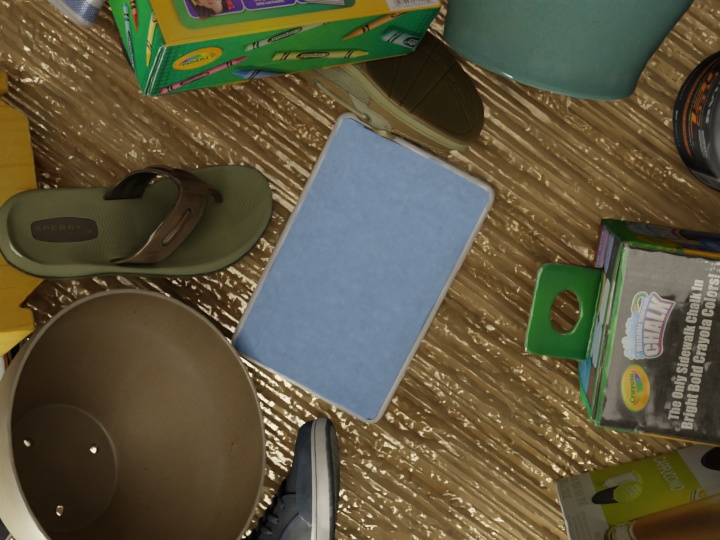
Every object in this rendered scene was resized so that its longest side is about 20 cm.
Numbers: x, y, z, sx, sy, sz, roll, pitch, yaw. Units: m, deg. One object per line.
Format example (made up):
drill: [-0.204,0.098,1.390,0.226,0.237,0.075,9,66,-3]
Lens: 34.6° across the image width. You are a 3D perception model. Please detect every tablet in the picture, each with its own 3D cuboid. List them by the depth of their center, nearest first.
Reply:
tablet: [0.000,0.000,0.854,0.129,0.014,0.202,27,101,1]

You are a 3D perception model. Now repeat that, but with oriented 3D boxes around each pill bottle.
pill bottle: [0.262,-0.091,0.719,0.105,0.200,0.108,1,99,5]

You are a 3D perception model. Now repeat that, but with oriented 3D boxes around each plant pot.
plant pot: [0.137,-0.217,0.725,0.197,0.200,0.190,18,115,3]
plant pot: [-0.184,0.128,0.820,0.134,0.200,0.202,-23,97,45]

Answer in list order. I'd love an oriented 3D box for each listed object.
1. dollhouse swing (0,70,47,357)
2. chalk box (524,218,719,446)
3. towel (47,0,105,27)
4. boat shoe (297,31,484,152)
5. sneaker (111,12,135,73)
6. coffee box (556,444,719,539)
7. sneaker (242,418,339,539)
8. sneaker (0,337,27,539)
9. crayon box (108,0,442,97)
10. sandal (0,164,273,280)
dollhouse swing: [-0.334,-0.011,0.837,0.179,0.176,0.202,-4,66,-24]
chalk box: [0.213,0.038,0.784,0.197,0.124,0.127,10,100,5]
towel: [-0.180,-0.279,0.783,0.147,0.024,0.201,41,107,35]
boat shoe: [-0.004,-0.144,0.813,0.199,0.063,0.074,31,57,-4]
sneaker: [-0.115,-0.229,0.801,0.086,0.074,0.203,14,100,2]
coffee box: [0.255,0.238,0.769,0.195,0.200,0.203,-15,96,7]
sneaker: [-0.089,0.204,0.861,0.144,0.077,0.205,7,100,2]
sneaker: [-0.296,0.125,0.871,0.077,0.079,0.203,4,100,4]
crayon box: [-0.060,-0.190,0.739,0.198,0.058,0.120,-14,72,-27]
sandal: [-0.147,-0.036,0.795,0.199,0.057,0.081,-11,70,-30]
